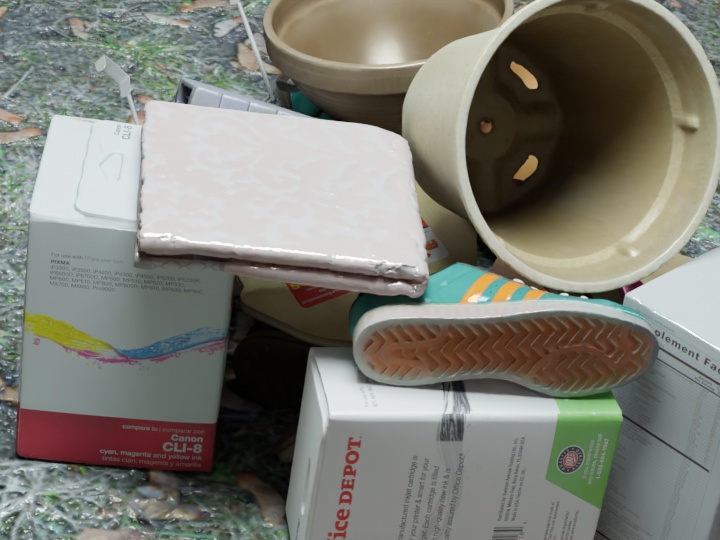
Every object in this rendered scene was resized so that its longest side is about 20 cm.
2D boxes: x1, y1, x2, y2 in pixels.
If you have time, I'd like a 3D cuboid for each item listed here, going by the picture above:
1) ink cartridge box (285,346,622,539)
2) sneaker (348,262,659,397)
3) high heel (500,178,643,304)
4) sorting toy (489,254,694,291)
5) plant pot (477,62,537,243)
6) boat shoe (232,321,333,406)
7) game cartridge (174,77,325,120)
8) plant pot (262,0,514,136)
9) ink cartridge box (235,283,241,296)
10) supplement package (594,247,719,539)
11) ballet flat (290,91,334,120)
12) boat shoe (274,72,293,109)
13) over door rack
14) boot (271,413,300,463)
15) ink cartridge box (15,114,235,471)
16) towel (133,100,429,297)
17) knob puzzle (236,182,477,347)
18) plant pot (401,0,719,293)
[{"bbox_3d":[0.058,0.131,1.304,0.199,0.146,0.084,2,32,-13],"label":"ink cartridge box"},{"bbox_3d":[0.092,0.030,1.268,0.199,0.072,0.080,4,35,-6],"label":"sneaker"},{"bbox_3d":[0.152,0.004,1.449,0.200,0.067,0.096,41,28,5],"label":"high heel"},{"bbox_3d":[0.193,0.052,1.537,0.199,0.070,0.199,16,32,11],"label":"sorting toy"},{"bbox_3d":[0.153,-0.106,1.682,0.139,0.201,0.200,-13,35,-5],"label":"plant pot"},{"bbox_3d":[0.008,0.070,1.458,0.199,0.072,0.068,12,34,10],"label":"boat shoe"},{"bbox_3d":[-0.074,-0.112,1.490,0.129,0.039,0.200,20,4,-10],"label":"game cartridge"},{"bbox_3d":[0.025,-0.168,1.570,0.199,0.093,0.201,-4,32,3],"label":"plant pot"},{"bbox_3d":[-0.133,-0.038,1.554,0.199,0.117,0.068,-11,36,-31],"label":"ink cartridge box"},{"bbox_3d":[0.235,0.106,1.337,0.114,0.201,0.109,33,39,33],"label":"supplement package"},{"bbox_3d":[-0.016,-0.124,1.659,0.073,0.073,0.201,2,38,-11],"label":"ballet flat"},{"bbox_3d":[-0.047,-0.084,1.698,0.071,0.068,0.201,11,42,-15],"label":"boat shoe"},{"bbox_3d":[-0.131,-0.147,1.684,0.067,0.147,0.201,34,23,-50],"label":"over door rack"},{"bbox_3d":[0.054,0.109,1.387,0.146,0.200,0.070,43,19,-12],"label":"boot"},{"bbox_3d":[-0.162,0.015,1.381,0.144,0.201,0.146,6,32,-5],"label":"ink cartridge box"},{"bbox_3d":[-0.054,-0.048,1.297,0.190,0.032,0.200,6,30,-7],"label":"towel"},{"bbox_3d":[0.000,0.000,1.478,0.218,0.031,0.220,0,44,0],"label":"knob puzzle"},{"bbox_3d":[0.120,-0.094,1.363,0.199,0.202,0.183,-5,8,-21],"label":"plant pot"}]
